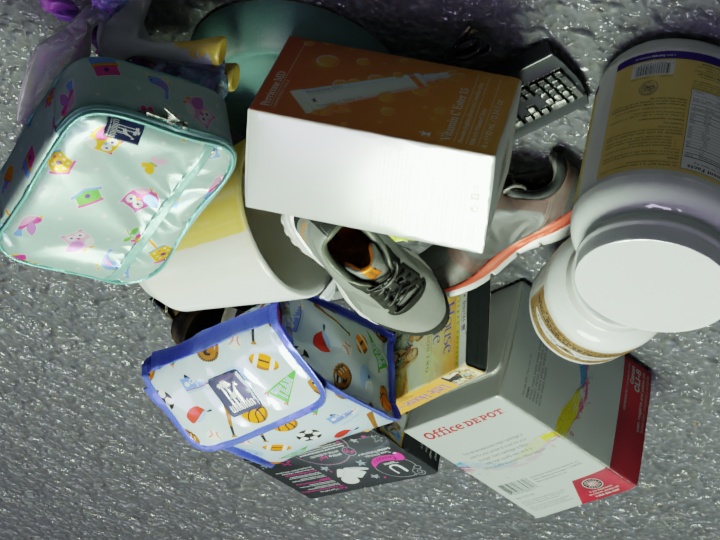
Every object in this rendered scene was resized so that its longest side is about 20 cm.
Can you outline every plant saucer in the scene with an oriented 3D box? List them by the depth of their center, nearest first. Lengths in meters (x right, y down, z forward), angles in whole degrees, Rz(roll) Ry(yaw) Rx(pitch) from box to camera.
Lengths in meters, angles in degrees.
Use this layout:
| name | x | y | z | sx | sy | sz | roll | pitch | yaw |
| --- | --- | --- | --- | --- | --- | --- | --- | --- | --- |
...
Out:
| name | x | y | z | sx | sy | sz | roll | pitch | yaw |
| --- | --- | --- | --- | --- | --- | --- | --- | --- | --- |
| plant saucer | -0.059 | -0.156 | 1.451 | 0.200 | 0.036 | 0.200 | 11 | 147 | 7 |

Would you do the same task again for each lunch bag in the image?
| name | x | y | z | sx | sy | sz | roll | pitch | yaw |
| --- | --- | --- | --- | --- | --- | --- | --- | --- | --- |
| lunch bag | -0.197 | -0.076 | 1.336 | 0.160 | 0.077 | 0.200 | 17 | 134 | -29 |
| lunch bag | -0.084 | 0.101 | 1.561 | 0.170 | 0.124 | 0.200 | -23 | 147 | 27 |

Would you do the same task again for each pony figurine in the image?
| name | x | y | z | sx | sy | sz | roll | pitch | yaw |
| --- | --- | --- | --- | --- | --- | --- | --- | --- | --- |
| pony figurine | -0.200 | -0.200 | 1.367 | 0.200 | 0.167 | 0.193 | 13 | 115 | 11 |

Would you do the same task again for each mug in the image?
| name | x | y | z | sx | sy | sz | roll | pitch | yaw |
| --- | --- | --- | --- | --- | --- | --- | --- | --- | --- |
| mug | -0.128 | -0.049 | 1.471 | 0.153 | 0.187 | 0.149 | -16 | 173 | 30 |

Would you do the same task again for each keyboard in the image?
| name | x | y | z | sx | sy | sz | roll | pitch | yaw |
| --- | --- | --- | --- | --- | --- | --- | --- | --- | --- |
| keyboard | 0.084 | -0.140 | 1.398 | 0.200 | 0.021 | 0.127 | -26 | 130 | 30 |
| keyboard | 0.000 | 0.000 | 1.545 | 0.011 | 0.056 | 0.200 | 32 | -173 | 8 |

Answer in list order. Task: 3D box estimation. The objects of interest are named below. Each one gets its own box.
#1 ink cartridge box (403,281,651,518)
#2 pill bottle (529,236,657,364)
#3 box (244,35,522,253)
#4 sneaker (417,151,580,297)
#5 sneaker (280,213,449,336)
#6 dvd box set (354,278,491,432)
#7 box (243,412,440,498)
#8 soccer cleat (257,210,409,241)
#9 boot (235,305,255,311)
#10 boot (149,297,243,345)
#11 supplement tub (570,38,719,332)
| name | x | y | z | sx | sy | sz | roll | pitch | yaw |
| --- | --- | --- | --- | --- | --- | --- | --- | --- | --- |
| ink cartridge box | 0.172 | 0.134 | 1.684 | 0.200 | 0.145 | 0.145 | 34 | 142 | -27 |
| pill bottle | 0.217 | 0.019 | 1.463 | 0.114 | 0.114 | 0.200 | 15 | 171 | 1 |
| box | 0.019 | -0.104 | 1.338 | 0.200 | 0.124 | 0.098 | 11 | 128 | 8 |
| sneaker | 0.112 | -0.047 | 1.486 | 0.200 | 0.077 | 0.082 | -29 | 117 | 10 |
| sneaker | 0.011 | 0.002 | 1.412 | 0.200 | 0.074 | 0.079 | 41 | -177 | -37 |
| dvd box set | 0.056 | 0.063 | 1.625 | 0.029 | 0.146 | 0.200 | 20 | 149 | -28 |
| box | -0.011 | 0.159 | 1.810 | 0.200 | 0.132 | 0.115 | -18 | 138 | 40 |
| soccer cleat | -0.001 | -0.047 | 1.543 | 0.200 | 0.084 | 0.065 | 11 | 147 | 7 |
| boot | -0.132 | -0.029 | 1.620 | 0.200 | 0.097 | 0.075 | 25 | 131 | -23 |
| boot | -0.185 | 0.040 | 1.690 | 0.097 | 0.075 | 0.200 | 20 | -172 | 7 |
| supplement tub | 0.245 | -0.067 | 1.306 | 0.145 | 0.200 | 0.145 | 11 | 147 | 7 |
